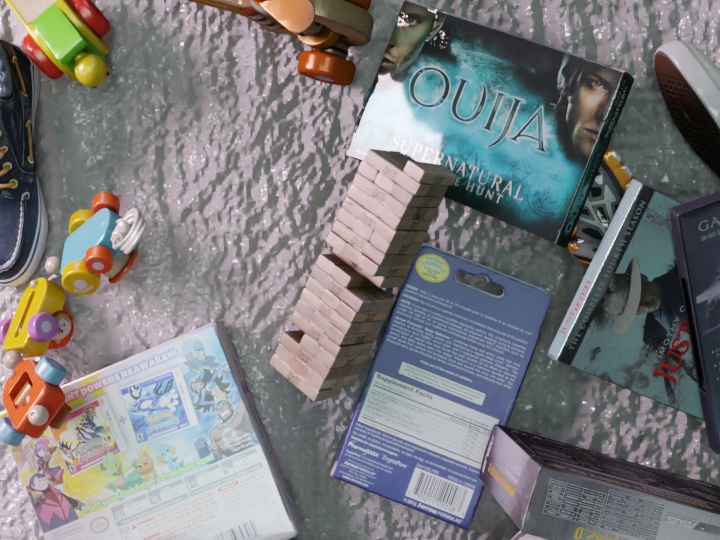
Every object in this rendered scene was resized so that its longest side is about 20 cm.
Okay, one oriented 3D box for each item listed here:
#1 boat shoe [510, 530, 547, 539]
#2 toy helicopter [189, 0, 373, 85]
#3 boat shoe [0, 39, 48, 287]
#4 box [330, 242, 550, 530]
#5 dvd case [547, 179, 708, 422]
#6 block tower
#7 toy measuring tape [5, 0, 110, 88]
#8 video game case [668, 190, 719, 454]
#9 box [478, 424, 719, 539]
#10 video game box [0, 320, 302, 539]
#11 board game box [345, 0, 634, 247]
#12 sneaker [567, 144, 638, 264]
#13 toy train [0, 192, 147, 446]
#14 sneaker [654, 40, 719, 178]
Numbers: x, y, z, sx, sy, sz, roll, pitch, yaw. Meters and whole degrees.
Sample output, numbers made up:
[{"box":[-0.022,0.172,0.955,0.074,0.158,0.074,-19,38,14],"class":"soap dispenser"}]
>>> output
[{"box":[0.133,0.228,0.916,0.071,0.199,0.070,47,130,14],"class":"boat shoe"},{"box":[-0.087,-0.209,0.958,0.197,0.132,0.080,14,91,4],"class":"toy helicopter"},{"box":[-0.299,-0.088,0.993,0.070,0.091,0.203,-2,90,4],"class":"boat shoe"},{"box":[0.066,0.091,0.997,0.120,0.032,0.202,21,93,3],"class":"box"},{"box":[0.255,0.035,0.943,0.198,0.022,0.147,23,99,-20],"class":"dvd case"},{"box":[0.000,0.000,0.961,0.058,0.054,0.202,36,110,25],"class":"block tower"},{"box":[-0.259,-0.216,1.016,0.073,0.074,0.200,-41,65,3],"class":"toy measuring tape"},{"box":[0.313,0.026,0.937,0.141,0.019,0.202,-19,110,-10],"class":"video game case"},{"box":[0.199,0.174,0.911,0.197,0.158,0.049,15,92,-6],"class":"box"},{"box":[-0.171,0.162,1.007,0.198,0.047,0.184,-22,90,4],"class":"video game box"},{"box":[0.095,-0.117,0.953,0.199,0.028,0.137,25,97,29],"class":"board game box"},{"box":[0.184,-0.047,0.969,0.077,0.078,0.201,-38,88,8],"class":"sneaker"},{"box":[-0.222,0.039,0.977,0.055,0.150,0.201,33,89,-36],"class":"toy train"},{"box":[0.311,-0.111,0.968,0.084,0.073,0.201,-40,96,-6],"class":"sneaker"}]
